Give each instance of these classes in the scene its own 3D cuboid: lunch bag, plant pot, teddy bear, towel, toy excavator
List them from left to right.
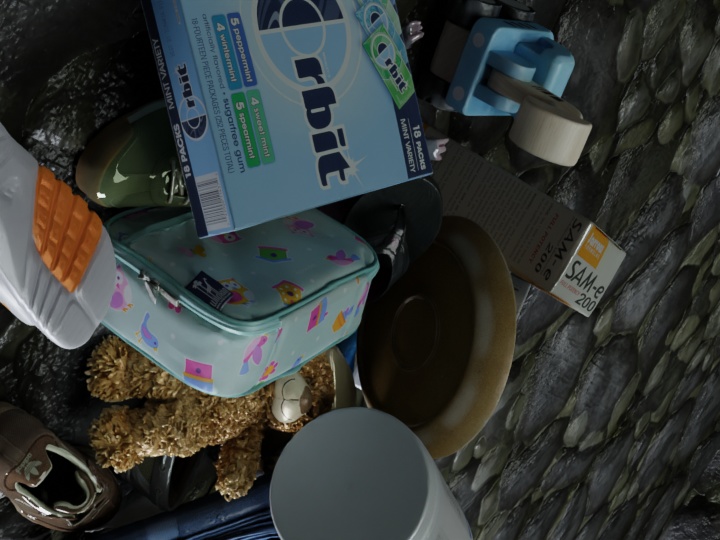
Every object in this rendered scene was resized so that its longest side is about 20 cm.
[{"bbox_3d":[-0.150,0.222,1.035,0.197,0.049,0.112,-19,179,-12],"label":"towel"},{"bbox_3d":[-0.112,0.096,0.964,0.067,0.197,0.147,142,-39,-73],"label":"teddy bear"},{"bbox_3d":[-0.093,0.002,0.914,0.199,0.159,0.078,-25,144,-53],"label":"lunch bag"},{"bbox_3d":[0.052,0.053,1.044,0.027,0.200,0.202,10,112,-35],"label":"plant pot"},{"bbox_3d":[0.138,-0.156,1.068,0.193,0.199,0.101,-10,127,-53],"label":"toy excavator"}]

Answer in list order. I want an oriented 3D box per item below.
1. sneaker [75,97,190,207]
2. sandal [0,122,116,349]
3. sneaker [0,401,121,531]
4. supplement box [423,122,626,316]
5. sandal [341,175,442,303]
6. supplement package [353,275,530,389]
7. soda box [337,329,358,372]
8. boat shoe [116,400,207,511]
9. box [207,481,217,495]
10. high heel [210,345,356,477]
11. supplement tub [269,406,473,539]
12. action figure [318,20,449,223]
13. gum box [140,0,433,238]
[{"bbox_3d":[-0.096,-0.079,0.893,0.199,0.089,0.068,-25,139,-44],"label":"sneaker"},{"bbox_3d":[-0.225,-0.039,0.777,0.080,0.059,0.208,-59,135,-31],"label":"sandal"},{"bbox_3d":[-0.225,0.168,0.950,0.071,0.075,0.200,-51,150,-10],"label":"sneaker"},{"bbox_3d":[0.134,-0.046,1.168,0.074,0.199,0.126,-58,151,4],"label":"supplement box"},{"bbox_3d":[0.000,0.001,1.013,0.075,0.048,0.201,25,126,-25],"label":"sandal"},{"bbox_3d":[0.082,0.058,1.212,0.119,0.116,0.200,-65,174,16],"label":"supplement package"},{"bbox_3d":[-0.052,0.121,1.181,0.064,0.067,0.202,-32,142,-37],"label":"soda box"},{"bbox_3d":[-0.128,0.099,1.044,0.204,0.064,0.074,-57,152,-1],"label":"boat shoe"},{"bbox_3d":[-0.092,0.256,1.271,0.076,0.050,0.200,-56,151,-1],"label":"box"},{"bbox_3d":[-0.076,0.128,1.097,0.072,0.140,0.202,-57,152,-49],"label":"high heel"},{"bbox_3d":[0.015,0.204,1.010,0.132,0.131,0.201,-49,151,-13],"label":"supplement tub"},{"bbox_3d":[-0.004,-0.117,1.029,0.146,0.135,0.202,-12,130,6],"label":"action figure"},{"bbox_3d":[-0.045,-0.129,0.868,0.198,0.044,0.173,-18,97,-45],"label":"gum box"}]
